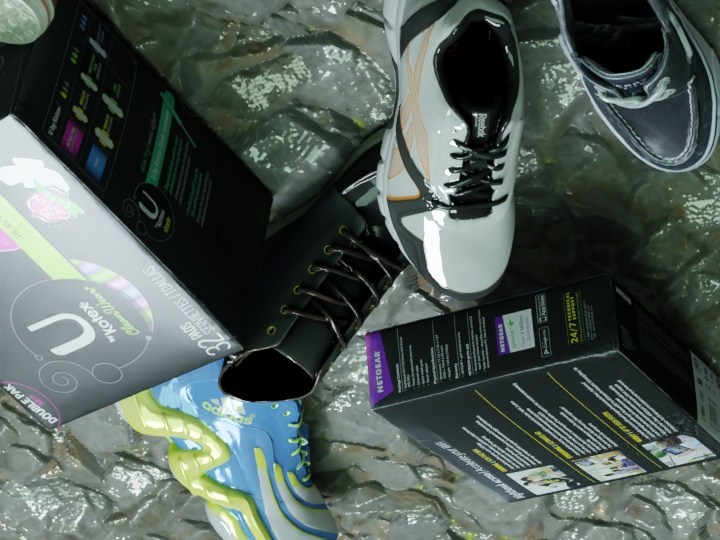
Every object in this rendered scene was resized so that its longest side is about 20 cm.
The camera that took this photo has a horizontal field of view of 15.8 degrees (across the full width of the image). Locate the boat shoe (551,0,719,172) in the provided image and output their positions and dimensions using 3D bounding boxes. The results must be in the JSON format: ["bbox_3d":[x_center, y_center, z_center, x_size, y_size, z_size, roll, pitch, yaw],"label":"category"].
[{"bbox_3d":[0.138,-0.115,1.331,0.072,0.068,0.200,-8,133,18],"label":"boat shoe"}]

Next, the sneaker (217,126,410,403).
[{"bbox_3d":[0.000,0.000,1.444,0.075,0.106,0.200,34,131,-22],"label":"sneaker"}]

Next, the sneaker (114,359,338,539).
[{"bbox_3d":[-0.059,0.106,1.584,0.105,0.076,0.200,-27,124,31],"label":"sneaker"}]

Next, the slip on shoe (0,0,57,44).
[{"bbox_3d":[-0.244,-0.175,1.353,0.200,0.061,0.074,17,149,12],"label":"slip on shoe"}]

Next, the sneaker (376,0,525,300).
[{"bbox_3d":[0.050,-0.067,1.349,0.074,0.080,0.200,-14,121,-12],"label":"sneaker"}]

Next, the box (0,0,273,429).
[{"bbox_3d":[-0.169,-0.036,1.428,0.148,0.124,0.200,-23,128,29],"label":"box"}]

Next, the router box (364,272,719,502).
[{"bbox_3d":[0.111,0.072,1.483,0.149,0.051,0.200,-14,154,21],"label":"router box"}]
